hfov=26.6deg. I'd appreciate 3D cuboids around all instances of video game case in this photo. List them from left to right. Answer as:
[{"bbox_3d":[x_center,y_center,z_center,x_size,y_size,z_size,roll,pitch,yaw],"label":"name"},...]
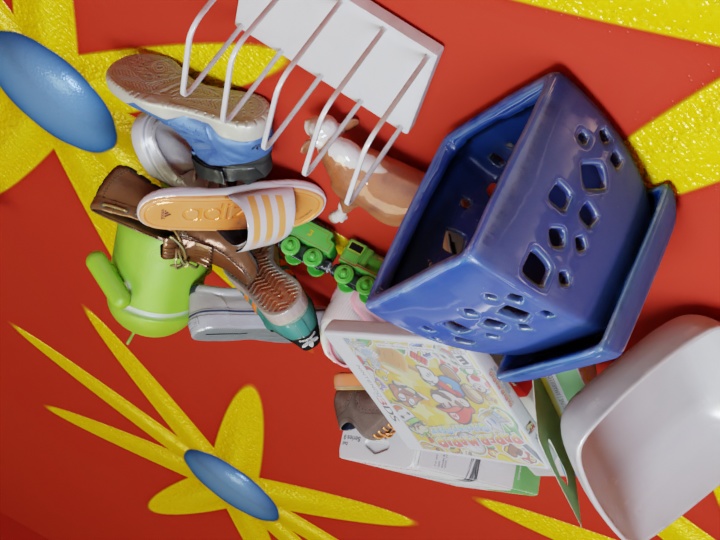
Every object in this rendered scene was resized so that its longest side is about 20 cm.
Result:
[{"bbox_3d":[0.077,0.122,1.515,0.199,0.023,0.182,1,135,47],"label":"video game case"}]

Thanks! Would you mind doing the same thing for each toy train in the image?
[{"bbox_3d":[0.000,0.000,1.688,0.199,0.057,0.042,27,164,16],"label":"toy train"}]

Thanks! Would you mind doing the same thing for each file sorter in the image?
[{"bbox_3d":[-0.051,-0.177,1.378,0.199,0.125,0.139,33,153,5],"label":"file sorter"}]

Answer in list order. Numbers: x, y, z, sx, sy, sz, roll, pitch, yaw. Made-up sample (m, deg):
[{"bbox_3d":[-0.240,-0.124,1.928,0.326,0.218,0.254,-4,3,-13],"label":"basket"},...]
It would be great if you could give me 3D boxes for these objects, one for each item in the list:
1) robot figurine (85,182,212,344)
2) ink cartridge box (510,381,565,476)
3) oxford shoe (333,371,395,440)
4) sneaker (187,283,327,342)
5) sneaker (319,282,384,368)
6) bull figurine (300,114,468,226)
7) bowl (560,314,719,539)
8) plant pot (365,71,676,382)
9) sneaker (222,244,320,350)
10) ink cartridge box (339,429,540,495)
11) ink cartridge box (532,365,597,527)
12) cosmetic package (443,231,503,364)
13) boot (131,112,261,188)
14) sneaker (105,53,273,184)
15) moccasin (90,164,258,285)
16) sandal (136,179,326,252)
[{"bbox_3d":[-0.242,-0.008,1.840,0.115,0.175,0.201,27,119,24],"label":"robot figurine"},{"bbox_3d":[0.185,0.141,1.689,0.200,0.067,0.116,47,151,-22],"label":"ink cartridge box"},{"bbox_3d":[0.039,0.152,1.676,0.071,0.074,0.199,7,175,-31],"label":"oxford shoe"},{"bbox_3d":[-0.112,0.044,1.827,0.198,0.071,0.073,3,159,-28],"label":"sneaker"},{"bbox_3d":[0.011,0.090,1.773,0.075,0.105,0.201,11,146,35],"label":"sneaker"},{"bbox_3d":[0.021,-0.080,1.521,0.199,0.065,0.122,30,157,13],"label":"bull figurine"},{"bbox_3d":[0.282,0.143,1.461,0.075,0.199,0.200,45,171,48],"label":"bowl"},{"bbox_3d":[0.149,-0.021,1.327,0.179,0.201,0.200,35,155,-16],"label":"plant pot"},{"bbox_3d":[-0.102,0.026,1.762,0.080,0.071,0.200,62,175,-36],"label":"sneaker"},{"bbox_3d":[0.097,0.203,1.788,0.199,0.085,0.145,19,168,-39],"label":"ink cartridge box"},{"bbox_3d":[0.206,0.128,1.508,0.048,0.201,0.146,-18,132,13],"label":"ink cartridge box"},{"bbox_3d":[0.102,0.041,1.524,0.086,0.104,0.200,-5,156,-18],"label":"cosmetic package"},{"bbox_3d":[-0.164,-0.108,1.703,0.095,0.074,0.200,1,147,40],"label":"boot"},{"bbox_3d":[-0.181,-0.153,1.623,0.199,0.077,0.112,19,141,17],"label":"sneaker"},{"bbox_3d":[-0.205,-0.038,1.699,0.201,0.078,0.074,32,161,-10],"label":"moccasin"},{"bbox_3d":[-0.137,-0.050,1.645,0.205,0.060,0.079,-4,144,-12],"label":"sandal"}]
